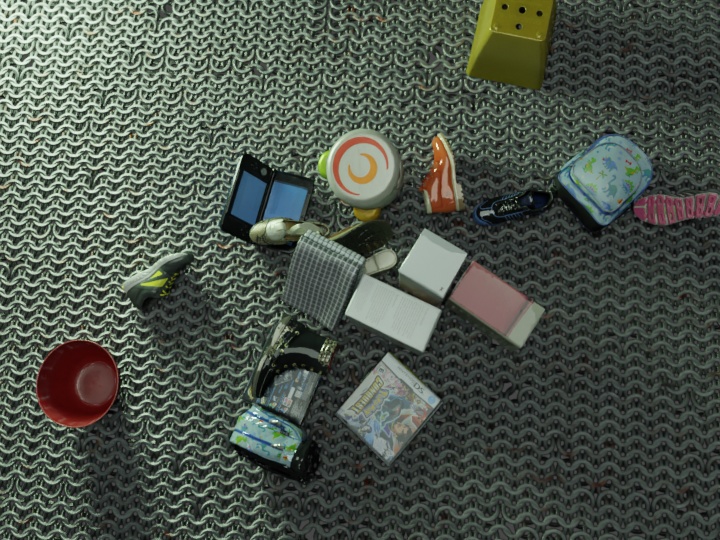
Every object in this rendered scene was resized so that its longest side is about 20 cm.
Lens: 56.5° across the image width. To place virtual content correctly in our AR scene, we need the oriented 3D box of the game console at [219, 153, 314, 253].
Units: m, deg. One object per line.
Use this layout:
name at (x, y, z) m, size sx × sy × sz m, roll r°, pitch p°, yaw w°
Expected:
game console at (-0.228, -0.165, 1.648) m, size 0.117 × 0.170 × 0.203 m, roll 8°, pitch 78°, yaw 37°

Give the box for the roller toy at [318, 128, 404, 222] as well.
roller toy at (0.016, -0.240, 1.633) m, size 0.182 × 0.140 × 0.201 m, roll -40°, pitch 82°, yaw 7°

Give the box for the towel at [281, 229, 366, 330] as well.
towel at (-0.091, 0.028, 1.573) m, size 0.164 × 0.086 × 0.202 m, roll 24°, pitch 122°, yaw 7°

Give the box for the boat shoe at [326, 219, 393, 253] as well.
boat shoe at (-0.021, -0.077, 1.635) m, size 0.197 × 0.074 × 0.077 m, roll -19°, pitch 109°, yaw -7°

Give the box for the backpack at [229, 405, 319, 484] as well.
backpack at (-0.200, 0.398, 1.537) m, size 0.197 × 0.163 × 0.156 m, roll 5°, pitch 72°, yaw 11°

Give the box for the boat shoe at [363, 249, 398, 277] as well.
boat shoe at (0.000, 0.000, 1.642) m, size 0.197 × 0.057 × 0.068 m, roll -17°, pitch 77°, yaw 6°

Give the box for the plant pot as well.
plant pot at (0.385, -0.596, 1.654) m, size 0.197 × 0.176 × 0.203 m, roll 13°, pitch 80°, yaw 6°

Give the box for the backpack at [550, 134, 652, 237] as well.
backpack at (0.585, -0.219, 1.591) m, size 0.200 × 0.147 × 0.183 m, roll -41°, pitch 82°, yaw -7°

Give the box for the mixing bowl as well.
mixing bowl at (-0.653, 0.270, 1.602) m, size 0.197 × 0.108 × 0.204 m, roll -1°, pitch 81°, yaw 4°

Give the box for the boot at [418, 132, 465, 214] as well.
boot at (0.189, -0.238, 1.659) m, size 0.105 × 0.075 × 0.203 m, roll -11°, pitch 81°, yaw 7°

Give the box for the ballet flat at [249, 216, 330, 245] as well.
ballet flat at (-0.166, -0.099, 1.619) m, size 0.197 × 0.075 × 0.069 m, roll -1°, pitch 82°, yaw -21°

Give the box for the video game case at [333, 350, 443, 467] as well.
video game case at (0.067, 0.326, 1.588) m, size 0.180 × 0.026 × 0.200 m, roll 41°, pitch 85°, yaw 9°

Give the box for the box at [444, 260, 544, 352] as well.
box at (0.309, 0.085, 1.563) m, size 0.199 × 0.128 × 0.110 m, roll 35°, pitch 83°, yaw 8°

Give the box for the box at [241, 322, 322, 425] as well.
box at (-0.174, 0.248, 1.607) m, size 0.157 × 0.046 × 0.203 m, roll 22°, pitch 82°, yaw 7°

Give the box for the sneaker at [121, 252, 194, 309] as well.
sneaker at (-0.489, 0.025, 1.660) m, size 0.198 × 0.074 × 0.085 m, roll -30°, pitch 85°, yaw 7°

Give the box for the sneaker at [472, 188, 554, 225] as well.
sneaker at (0.372, -0.160, 1.627) m, size 0.197 × 0.078 × 0.071 m, roll -13°, pitch 79°, yaw 1°

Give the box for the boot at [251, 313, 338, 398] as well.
boot at (-0.153, 0.222, 1.550) m, size 0.152 × 0.074 × 0.206 m, roll 23°, pitch 81°, yaw 5°

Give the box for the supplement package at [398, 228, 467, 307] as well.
supplement package at (0.164, 0.001, 1.550) m, size 0.116 × 0.200 × 0.118 m, roll 31°, pitch 83°, yaw 8°

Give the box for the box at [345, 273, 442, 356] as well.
box at (0.077, 0.106, 1.562) m, size 0.198 × 0.152 × 0.108 m, roll 25°, pitch 82°, yaw 7°

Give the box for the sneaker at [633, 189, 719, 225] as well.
sneaker at (0.762, -0.153, 1.610) m, size 0.197 × 0.087 × 0.075 m, roll -5°, pitch 97°, yaw 25°
